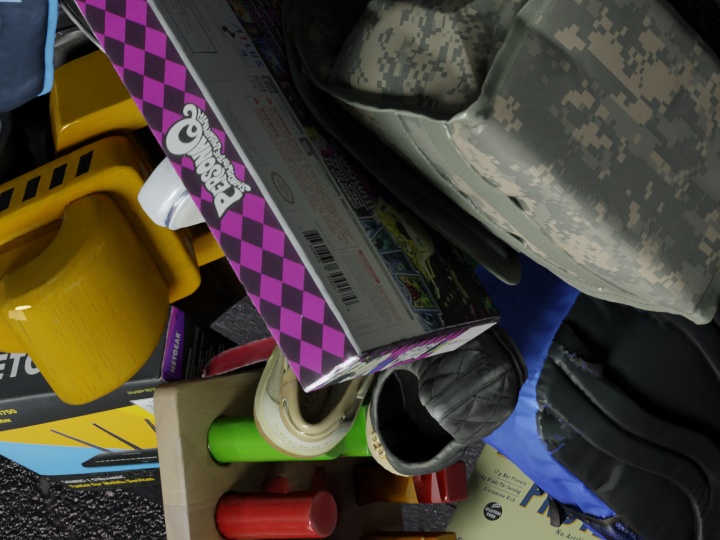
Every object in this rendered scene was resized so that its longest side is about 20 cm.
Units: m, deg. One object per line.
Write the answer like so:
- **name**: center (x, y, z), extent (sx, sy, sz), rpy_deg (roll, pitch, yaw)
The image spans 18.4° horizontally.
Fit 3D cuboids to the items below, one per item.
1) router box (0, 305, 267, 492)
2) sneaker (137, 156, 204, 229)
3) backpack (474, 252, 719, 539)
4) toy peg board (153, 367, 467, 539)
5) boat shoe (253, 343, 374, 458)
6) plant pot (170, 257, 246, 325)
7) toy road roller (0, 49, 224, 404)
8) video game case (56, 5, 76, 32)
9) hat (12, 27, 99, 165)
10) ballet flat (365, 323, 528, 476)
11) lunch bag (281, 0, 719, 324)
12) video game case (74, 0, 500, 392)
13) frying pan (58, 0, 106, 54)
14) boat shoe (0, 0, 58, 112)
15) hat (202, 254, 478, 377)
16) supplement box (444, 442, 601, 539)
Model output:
- **router box**: center (-0.145, 0.082, 1.354), extent (0.199, 0.051, 0.149), rpy_deg (-10, 150, 35)
- **sneaker**: center (-0.023, -0.052, 1.100), extent (0.071, 0.199, 0.073), rpy_deg (51, 132, 14)
- **backpack**: center (0.131, 0.058, 1.212), extent (0.167, 0.163, 0.200), rpy_deg (15, 163, 49)
- **toy peg board**: center (-0.009, 0.153, 1.277), extent (0.097, 0.201, 0.199), rpy_deg (-6, 180, 37)
- **boat shoe**: center (-0.003, 0.000, 1.177), extent (0.073, 0.202, 0.063), rpy_deg (24, 162, -6)
- **plant pot**: center (-0.149, -0.026, 1.392), extent (0.200, 0.201, 0.198), rpy_deg (31, 158, -15)
- **toy road roller**: center (-0.123, -0.022, 1.145), extent (0.147, 0.199, 0.123), rpy_deg (-109, -7, -46)
- **video game case**: center (-0.192, -0.147, 1.120), extent (0.200, 0.179, 0.026), rpy_deg (128, 123, -75)
- **hat**: center (-0.122, -0.093, 1.241), extent (0.200, 0.200, 0.081), rpy_deg (41, -157, -43)
- **ballet flat**: center (0.030, 0.069, 1.133), extent (0.067, 0.057, 0.200), rpy_deg (58, 160, 7)
- **lunch bag**: center (0.064, -0.071, 0.984), extent (0.164, 0.118, 0.200), rpy_deg (39, 168, -31)
- **video game case**: center (-0.028, -0.048, 0.976), extent (0.201, 0.036, 0.181), rpy_deg (59, -159, 8)
- **frying pan**: center (-0.080, -0.120, 1.072), extent (0.115, 0.031, 0.190), rpy_deg (54, -156, 23)
- **boat shoe**: center (-0.175, -0.123, 0.991), extent (0.084, 0.068, 0.201), rpy_deg (60, 162, 28)
- **hat**: center (0.027, 0.049, 1.328), extent (0.199, 0.177, 0.166), rpy_deg (28, 164, -1)
- **supplement box**: center (0.157, 0.167, 1.456), extent (0.133, 0.201, 0.200), rpy_deg (20, 163, 21)
